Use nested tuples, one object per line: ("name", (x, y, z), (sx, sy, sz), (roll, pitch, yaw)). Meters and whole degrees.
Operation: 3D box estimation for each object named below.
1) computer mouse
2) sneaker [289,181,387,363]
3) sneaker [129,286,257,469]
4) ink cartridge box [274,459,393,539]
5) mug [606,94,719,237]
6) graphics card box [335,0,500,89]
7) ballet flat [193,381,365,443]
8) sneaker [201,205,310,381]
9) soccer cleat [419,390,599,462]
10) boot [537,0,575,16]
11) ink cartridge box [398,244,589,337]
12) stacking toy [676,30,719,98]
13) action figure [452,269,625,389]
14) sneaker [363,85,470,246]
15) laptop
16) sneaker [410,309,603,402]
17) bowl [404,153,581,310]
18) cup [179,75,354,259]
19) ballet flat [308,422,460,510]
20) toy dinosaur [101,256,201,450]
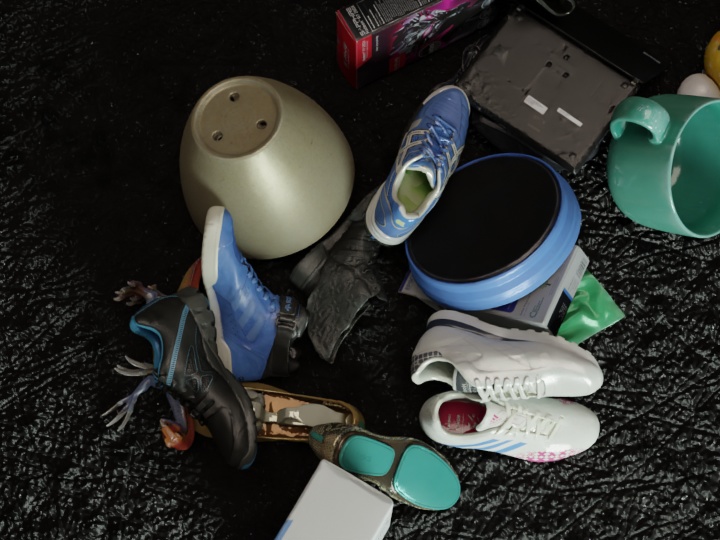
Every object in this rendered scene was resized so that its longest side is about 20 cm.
("computer mouse", (0.188, -0.179, 1.424), (0.200, 0.053, 0.139), (34, 64, 14))
("sneaker", (0.000, -0.001, 1.366), (0.200, 0.060, 0.104), (-44, 79, -7))
("sneaker", (-0.172, 0.119, 1.257), (0.082, 0.073, 0.201), (-19, 74, -31))
("ink cartridge box", (-0.036, 0.283, 1.213), (0.084, 0.200, 0.145), (29, 75, 10))
("mug", (0.344, -0.134, 1.354), (0.152, 0.114, 0.186), (-34, 119, -27))
("graphics card box", (0.069, -0.295, 1.412), (0.199, 0.126, 0.051), (-28, 74, -9))
("ballet flat", (-0.093, 0.153, 1.316), (0.199, 0.063, 0.069), (4, 74, 0))
("sneaker", (-0.109, 0.025, 1.308), (0.111, 0.077, 0.201), (-2, 108, 1))
("soccer cleat", (0.163, 0.166, 1.308), (0.199, 0.086, 0.070), (3, 74, -1))
("boot", (0.215, -0.338, 1.399), (0.068, 0.200, 0.131), (-37, 54, 29))
("ink cartridge box", (0.145, 0.007, 1.343), (0.199, 0.039, 0.100), (13, 69, 40))
("stacking toy", (0.456, -0.252, 1.426), (0.200, 0.146, 0.146), (-40, 79, 4))
("action figure", (0.179, 0.069, 1.353), (0.200, 0.055, 0.118), (-39, 80, -4))
("sneaker", (0.076, -0.118, 1.336), (0.076, 0.077, 0.201), (28, 72, -13))
("laptop", (0.236, -0.226, 1.419), (0.177, 0.103, 0.200), (36, 86, 14))
("sneaker", (0.152, 0.107, 1.274), (0.199, 0.077, 0.081), (10, 46, 19))
("bowl", (0.140, -0.048, 1.331), (0.200, 0.039, 0.201), (-18, 45, 19))
("cup", (-0.116, -0.131, 1.330), (0.199, 0.143, 0.201), (-4, 67, 9))
("ballet flat", (0.023, 0.198, 1.283), (0.200, 0.075, 0.068), (28, 85, -40))
("toy dinosaur", (-0.200, 0.095, 1.308), (0.200, 0.105, 0.182), (-31, 79, -11))
